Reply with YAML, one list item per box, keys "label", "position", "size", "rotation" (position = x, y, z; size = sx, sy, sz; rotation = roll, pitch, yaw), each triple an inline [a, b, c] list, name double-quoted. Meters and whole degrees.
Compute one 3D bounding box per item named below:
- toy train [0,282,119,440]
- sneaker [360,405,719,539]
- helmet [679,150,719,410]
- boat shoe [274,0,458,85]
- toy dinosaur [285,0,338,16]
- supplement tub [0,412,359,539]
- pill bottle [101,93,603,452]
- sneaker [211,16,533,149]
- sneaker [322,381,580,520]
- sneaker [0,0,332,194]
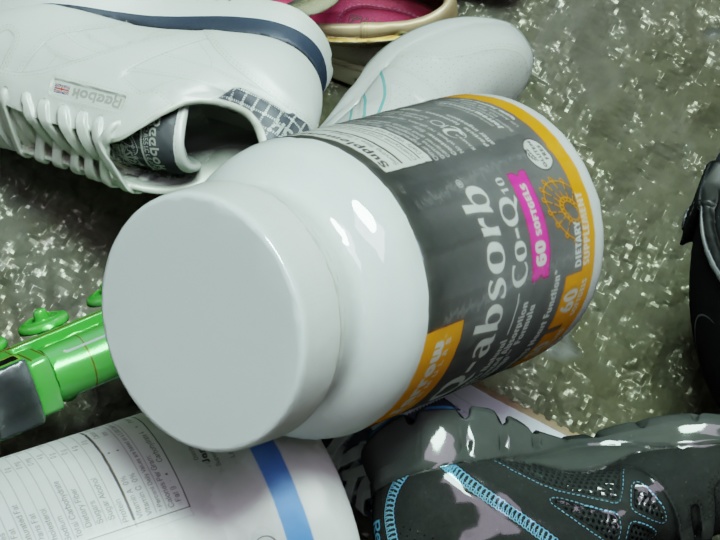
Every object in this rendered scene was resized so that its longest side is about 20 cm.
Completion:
- label: "toy train"
  position: [-0.137, 0.044, 0.951]
  size: [0.199, 0.056, 0.042]
  rotation: [-24, 105, -21]
- label: "sneaker"
  position: [0.097, 0.104, 0.946]
  size: [0.198, 0.073, 0.083]
  rotation: [1, 68, -14]
- label: "helmet"
  position: [0.245, 0.020, 1.013]
  size: [0.198, 0.191, 0.201]
  rotation: [-14, 50, 18]
- label: "boat shoe"
  position: [-0.047, -0.142, 1.099]
  size: [0.198, 0.069, 0.074]
  rotation: [12, 62, -6]
- label: "toy dinosaur"
  position: [0.017, -0.181, 1.073]
  size: [0.087, 0.048, 0.201]
  rotation: [0, 52, 17]
- label: "supplement tub"
  position: [-0.107, 0.131, 0.916]
  size: [0.199, 0.132, 0.133]
  rotation: [-18, 69, -19]
- label: "pill bottle"
  position: [0.000, 0.000, 0.898]
  size: [0.117, 0.116, 0.199]
  rotation: [51, 35, 15]
- label: "sneaker"
  position: [0.008, -0.043, 1.052]
  size: [0.200, 0.071, 0.080]
  rotation: [-34, 47, -19]
- label: "sneaker"
  position: [0.018, 0.098, 0.993]
  size: [0.199, 0.070, 0.109]
  rotation: [25, 60, -2]
- label: "sneaker"
  position: [-0.113, -0.074, 1.016]
  size: [0.198, 0.077, 0.081]
  rotation: [-1, 49, 17]
